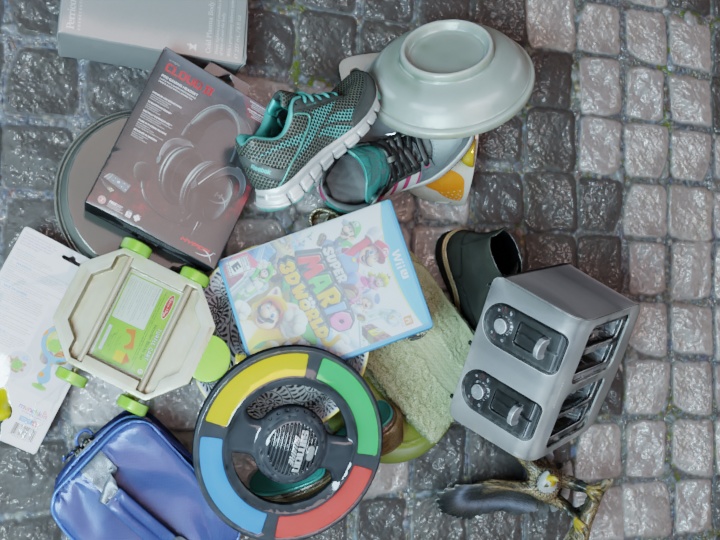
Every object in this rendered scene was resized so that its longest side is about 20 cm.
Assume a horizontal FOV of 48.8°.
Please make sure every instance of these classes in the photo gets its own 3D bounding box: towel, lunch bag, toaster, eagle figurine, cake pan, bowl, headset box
[{"bbox_3d":[0.070,0.093,0.958,0.148,0.036,0.201,-43,101,-17],"label":"towel"},{"bbox_3d":[-0.225,0.240,0.821,0.136,0.132,0.201,-46,103,-16],"label":"lunch bag"},{"bbox_3d":[0.214,0.098,0.911,0.198,0.118,0.184,-8,122,-48],"label":"toaster"},{"bbox_3d":[0.209,0.258,0.995,0.197,0.153,0.153,23,41,7],"label":"eagle figurine"},{"bbox_3d":[-0.238,-0.082,0.884,0.196,0.037,0.205,1,87,-21],"label":"cake pan"},{"bbox_3d":[-0.089,0.077,0.889,0.196,0.094,0.206,0,82,-2],"label":"bowl"},{"bbox_3d":[-0.182,-0.123,0.847,0.147,0.077,0.203,28,79,-17],"label":"headset box"}]

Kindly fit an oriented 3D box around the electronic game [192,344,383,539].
[{"bbox_3d":[-0.071,0.176,0.802,0.195,0.042,0.205,-2,97,-17],"label":"electronic game"}]

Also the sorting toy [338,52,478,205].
[{"bbox_3d":[0.056,-0.196,0.983,0.176,0.107,0.205,4,85,0],"label":"sorting toy"}]

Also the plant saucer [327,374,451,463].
[{"bbox_3d":[0.046,0.138,0.981,0.196,0.031,0.205,1,87,-20],"label":"plant saucer"}]

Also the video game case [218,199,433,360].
[{"bbox_3d":[-0.037,0.025,0.841,0.196,0.018,0.146,-19,82,-3],"label":"video game case"}]

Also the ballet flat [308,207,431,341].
[{"bbox_3d":[0.000,0.000,0.899,0.068,0.075,0.200,-44,62,5],"label":"ballet flat"}]

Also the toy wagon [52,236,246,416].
[{"bbox_3d":[-0.211,0.067,0.815,0.197,0.040,0.158,26,77,-3],"label":"toy wagon"}]

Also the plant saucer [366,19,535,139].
[{"bbox_3d":[0.098,-0.232,0.893,0.198,0.200,0.051,-33,142,-18],"label":"plant saucer"}]

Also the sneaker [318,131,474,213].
[{"bbox_3d":[0.031,-0.124,0.892,0.197,0.121,0.085,-28,90,19],"label":"sneaker"}]

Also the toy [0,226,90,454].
[{"bbox_3d":[-0.346,0.073,0.830,0.114,0.047,0.203,29,72,-18],"label":"toy"}]

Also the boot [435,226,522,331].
[{"bbox_3d":[0.170,0.043,0.975,0.077,0.138,0.203,-32,99,-19],"label":"boot"}]

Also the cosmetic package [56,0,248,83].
[{"bbox_3d":[-0.228,-0.281,0.873,0.196,0.090,0.110,3,86,-24],"label":"cosmetic package"}]

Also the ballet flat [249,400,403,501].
[{"bbox_3d":[-0.032,0.226,0.925,0.198,0.068,0.073,-32,127,-3],"label":"ballet flat"}]

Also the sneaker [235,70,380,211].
[{"bbox_3d":[-0.053,-0.157,0.827,0.201,0.077,0.092,-52,128,-27],"label":"sneaker"}]
